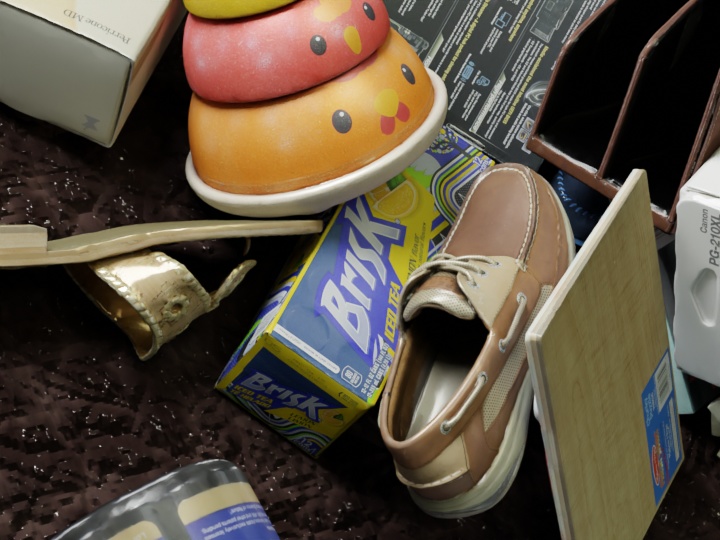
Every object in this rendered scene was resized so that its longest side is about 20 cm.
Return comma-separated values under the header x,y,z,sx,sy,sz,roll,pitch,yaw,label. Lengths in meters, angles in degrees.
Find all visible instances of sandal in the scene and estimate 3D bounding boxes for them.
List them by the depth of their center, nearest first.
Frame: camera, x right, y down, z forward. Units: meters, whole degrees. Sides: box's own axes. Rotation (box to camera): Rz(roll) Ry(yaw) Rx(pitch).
x,y,z,sx,sy,sz,roll,pitch,yaw,label
-0.120,0.011,1.026,0.211,0.078,0.070,-2,93,-27,sandal

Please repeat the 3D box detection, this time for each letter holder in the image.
x,y,z,sx,sy,sz,roll,pitch,yaw,label
0.202,-0.140,1.167,0.100,0.142,0.200,33,45,19,letter holder

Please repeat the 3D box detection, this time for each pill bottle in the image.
x,y,z,sx,sy,sz,roll,pitch,yaw,label
-0.056,0.193,0.896,0.112,0.112,0.200,-18,71,-40,pill bottle

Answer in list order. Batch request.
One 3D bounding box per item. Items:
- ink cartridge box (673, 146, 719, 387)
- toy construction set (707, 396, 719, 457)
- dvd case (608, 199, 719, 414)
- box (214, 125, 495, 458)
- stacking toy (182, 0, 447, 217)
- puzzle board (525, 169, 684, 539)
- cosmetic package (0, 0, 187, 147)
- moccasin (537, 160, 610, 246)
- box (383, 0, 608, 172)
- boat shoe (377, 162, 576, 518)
x,y,z,sx,sy,sz,roll,pitch,yaw,label
0.264,-0.036,1.165,0.084,0.145,0.200,25,52,29,ink cartridge box
0.296,0.071,1.227,0.200,0.092,0.131,-38,109,-36,toy construction set
0.230,-0.018,1.249,0.200,0.022,0.146,-30,108,-43,dvd case
0.000,0.000,1.099,0.070,0.064,0.200,35,48,-8,box
-0.048,-0.140,1.054,0.146,0.146,0.200,-53,133,-43,stacking toy
0.129,0.070,1.083,0.017,0.200,0.151,7,38,27,puzzle board
-0.138,-0.171,1.106,0.105,0.071,0.200,22,48,-2,cosmetic package
0.159,-0.100,1.265,0.080,0.068,0.200,28,47,-6,moccasin
0.077,-0.176,1.210,0.160,0.044,0.200,30,84,-12,box
0.057,0.024,1.036,0.072,0.076,0.200,46,45,-42,boat shoe
